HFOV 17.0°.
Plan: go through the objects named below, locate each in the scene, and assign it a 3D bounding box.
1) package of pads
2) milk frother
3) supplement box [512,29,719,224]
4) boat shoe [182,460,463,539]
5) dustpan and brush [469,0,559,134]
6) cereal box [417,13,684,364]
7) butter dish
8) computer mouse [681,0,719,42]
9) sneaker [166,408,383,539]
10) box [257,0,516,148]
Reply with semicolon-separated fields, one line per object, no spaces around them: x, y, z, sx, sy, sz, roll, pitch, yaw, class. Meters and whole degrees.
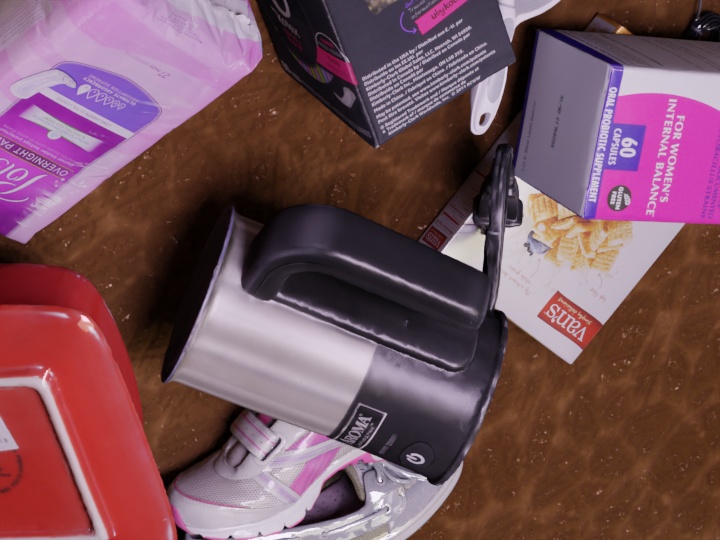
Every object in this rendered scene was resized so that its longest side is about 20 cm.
-0.165;-0.107;1.326;0.200;0.076;0.120;-33;137;27;package of pads
0.000;0.000;1.502;0.188;0.200;0.181;22;127;-10;milk frother
0.214;-0.091;1.556;0.200;0.103;0.101;1;108;-26;supplement box
-0.024;0.156;1.625;0.202;0.074;0.065;-26;132;-10;boat shoe
0.092;-0.186;1.507;0.139;0.057;0.200;5;113;-35;dustpan and brush
0.151;-0.053;1.625;0.144;0.040;0.200;36;94;-31;cereal box
-0.206;0.065;1.414;0.200;0.148;0.200;-3;129;17;butter dish
0.232;-0.196;1.611;0.059;0.034;0.200;-17;125;-25;computer mouse
-0.045;0.101;1.580;0.200;0.081;0.088;-31;125;-23;sneaker
-0.005;-0.194;1.400;0.106;0.122;0.200;-32;129;-14;box
